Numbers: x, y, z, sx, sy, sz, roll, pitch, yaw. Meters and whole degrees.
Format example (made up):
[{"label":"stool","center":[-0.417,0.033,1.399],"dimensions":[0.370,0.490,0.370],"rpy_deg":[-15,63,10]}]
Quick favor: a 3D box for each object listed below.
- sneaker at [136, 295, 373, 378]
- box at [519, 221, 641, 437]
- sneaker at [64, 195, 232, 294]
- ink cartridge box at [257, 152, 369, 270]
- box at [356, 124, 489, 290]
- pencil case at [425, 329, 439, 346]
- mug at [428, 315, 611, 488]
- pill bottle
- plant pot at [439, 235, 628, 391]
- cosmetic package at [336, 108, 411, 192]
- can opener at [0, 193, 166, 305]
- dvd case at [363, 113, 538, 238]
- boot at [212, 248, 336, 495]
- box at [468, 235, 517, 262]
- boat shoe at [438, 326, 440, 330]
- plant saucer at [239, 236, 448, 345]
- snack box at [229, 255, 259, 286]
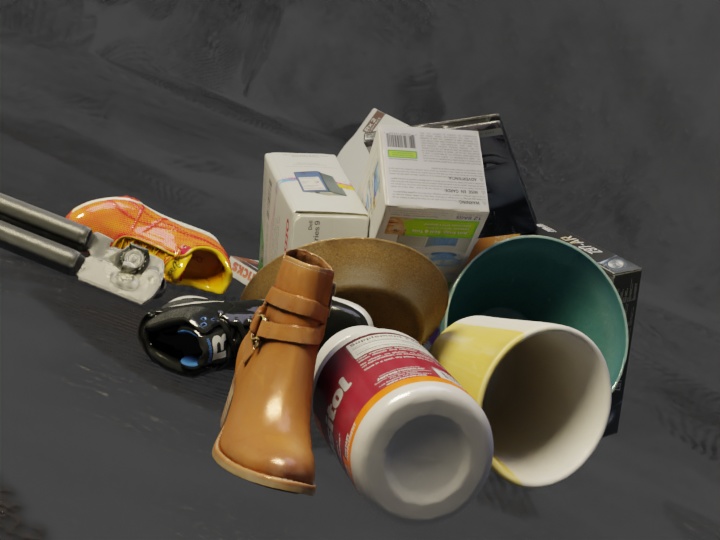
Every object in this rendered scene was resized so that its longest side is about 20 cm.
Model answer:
[{"label":"sneaker","center":[-0.093,0.064,1.267],"dimensions":[0.197,0.074,0.112],"rpy_deg":[0,9,12]},{"label":"box","center":[0.235,0.066,1.670],"dimensions":[0.043,0.203,0.160],"rpy_deg":[-10,26,-32]},{"label":"sneaker","center":[-0.221,-0.026,1.574],"dimensions":[0.198,0.074,0.077],"rpy_deg":[13,22,-31]},{"label":"ink cartridge box","center":[-0.055,-0.028,1.606],"dimensions":[0.086,0.147,0.200],"rpy_deg":[1,21,-11]},{"label":"box","center":[0.055,-0.050,1.559],"dimensions":[0.111,0.201,0.102],"rpy_deg":[3,57,-12]},{"label":"pencil case","center":[0.063,0.031,1.841],"dimensions":[0.199,0.086,0.083],"rpy_deg":[30,19,38]},{"label":"mug","center":[0.120,0.102,1.391],"dimensions":[0.185,0.151,0.153],"rpy_deg":[29,-4,-29]},{"label":"pill bottle","center":[0.024,0.114,1.179],"dimensions":[0.112,0.114,0.200],"rpy_deg":[18,9,-19]},{"label":"plant pot","center":[0.169,0.075,1.582],"dimensions":[0.198,0.202,0.135],"rpy_deg":[20,-14,-7]},{"label":"cosmetic package","center":[0.071,-0.108,2.251],"dimensions":[0.164,0.166,0.200],"rpy_deg":[31,-6,47]},{"label":"can opener","center":[-0.287,-0.016,1.468],"dimensions":[0.198,0.054,0.067],"rpy_deg":[21,-23,2]},{"label":"dvd case","center":[0.101,-0.094,1.607],"dimensions":[0.147,0.016,0.201],"rpy_deg":[-6,-35,17]},{"label":"boot","center":[-0.056,0.071,1.106],"dimensions":[0.073,0.156,0.200],"rpy_deg":[18,10,-19]},{"label":"box","center":[0.177,-0.063,2.530],"dimensions":[0.198,0.126,0.097],"rpy_deg":[22,9,7]},{"label":"boat shoe","center":[0.078,0.015,1.747],"dimensions":[0.199,0.074,0.067],"rpy_deg":[35,-12,41]},{"label":"plant saucer","center":[-0.014,0.047,1.369],"dimensions":[0.198,0.200,0.036],"rpy_deg":[17,45,-27]},{"label":"snack box","center":[-0.072,0.033,1.710],"dimensions":[0.071,0.025,0.199],"rpy_deg":[13,13,-46]}]
